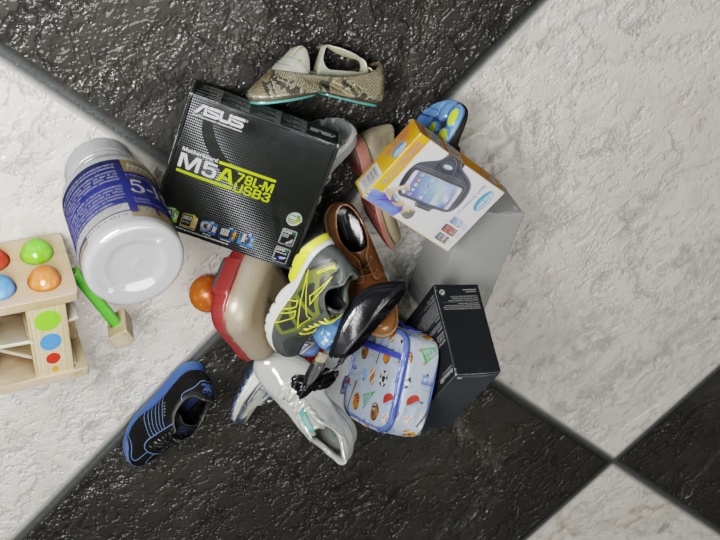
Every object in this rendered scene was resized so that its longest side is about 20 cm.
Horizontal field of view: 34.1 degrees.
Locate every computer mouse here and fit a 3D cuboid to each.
[{"bbox_3d":[-0.025,0.084,1.559,0.201,0.046,0.140,-52,167,19],"label":"computer mouse"}]

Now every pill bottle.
[{"bbox_3d":[-0.291,-0.066,1.397,0.118,0.201,0.121,-15,134,-16],"label":"pill bottle"}]

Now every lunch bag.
[{"bbox_3d":[0.039,0.148,1.707,0.075,0.200,0.163,10,92,-24],"label":"lunch bag"}]

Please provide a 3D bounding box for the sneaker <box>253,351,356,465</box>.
[{"bbox_3d":[-0.077,0.198,1.689,0.075,0.089,0.200,-40,104,16],"label":"sneaker"}]

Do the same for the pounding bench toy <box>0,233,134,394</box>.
[{"bbox_3d":[-0.389,0.040,1.490,0.197,0.125,0.157,-12,132,-20],"label":"pounding bench toy"}]

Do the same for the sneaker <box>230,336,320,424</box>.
[{"bbox_3d":[-0.126,0.163,1.751,0.085,0.077,0.201,31,116,-6],"label":"sneaker"}]

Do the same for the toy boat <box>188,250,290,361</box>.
[{"bbox_3d":[-0.176,0.042,1.621,0.200,0.129,0.132,65,42,-62],"label":"toy boat"}]

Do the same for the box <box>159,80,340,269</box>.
[{"bbox_3d":[-0.147,-0.118,1.489,0.198,0.048,0.195,19,122,-9],"label":"box"}]

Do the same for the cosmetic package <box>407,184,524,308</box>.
[{"bbox_3d":[0.155,-0.028,1.757,0.106,0.090,0.202,2,124,-27],"label":"cosmetic package"}]

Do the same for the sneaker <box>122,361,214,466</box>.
[{"bbox_3d":[-0.286,0.230,1.743,0.070,0.078,0.201,19,116,-38],"label":"sneaker"}]

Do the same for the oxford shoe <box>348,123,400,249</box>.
[{"bbox_3d":[0.039,-0.113,1.630,0.074,0.071,0.201,-26,135,-10],"label":"oxford shoe"}]

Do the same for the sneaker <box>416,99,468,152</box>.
[{"bbox_3d":[0.112,-0.156,1.640,0.082,0.071,0.201,-12,137,-27],"label":"sneaker"}]

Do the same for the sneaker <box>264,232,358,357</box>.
[{"bbox_3d":[-0.065,0.050,1.549,0.074,0.084,0.201,-24,146,-44],"label":"sneaker"}]

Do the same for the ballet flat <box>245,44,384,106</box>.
[{"bbox_3d":[-0.055,-0.247,1.478,0.198,0.068,0.076,-4,108,-32],"label":"ballet flat"}]

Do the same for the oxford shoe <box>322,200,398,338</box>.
[{"bbox_3d":[0.000,0.000,1.621,0.071,0.071,0.202,-24,92,-11],"label":"oxford shoe"}]

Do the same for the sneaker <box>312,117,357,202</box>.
[{"bbox_3d":[-0.074,-0.126,1.566,0.199,0.075,0.082,-38,142,23],"label":"sneaker"}]

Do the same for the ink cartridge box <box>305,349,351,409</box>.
[{"bbox_3d":[-0.046,0.151,1.828,0.198,0.047,0.161,3,126,-32],"label":"ink cartridge box"}]

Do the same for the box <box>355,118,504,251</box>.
[{"bbox_3d":[0.103,-0.107,1.591,0.199,0.042,0.119,30,113,-34],"label":"box"}]

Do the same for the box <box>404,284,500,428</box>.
[{"bbox_3d":[0.118,0.129,1.719,0.078,0.143,0.200,1,151,-21],"label":"box"}]

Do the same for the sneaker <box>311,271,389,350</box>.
[{"bbox_3d":[-0.012,0.066,1.697,0.199,0.106,0.076,-21,158,-43],"label":"sneaker"}]
